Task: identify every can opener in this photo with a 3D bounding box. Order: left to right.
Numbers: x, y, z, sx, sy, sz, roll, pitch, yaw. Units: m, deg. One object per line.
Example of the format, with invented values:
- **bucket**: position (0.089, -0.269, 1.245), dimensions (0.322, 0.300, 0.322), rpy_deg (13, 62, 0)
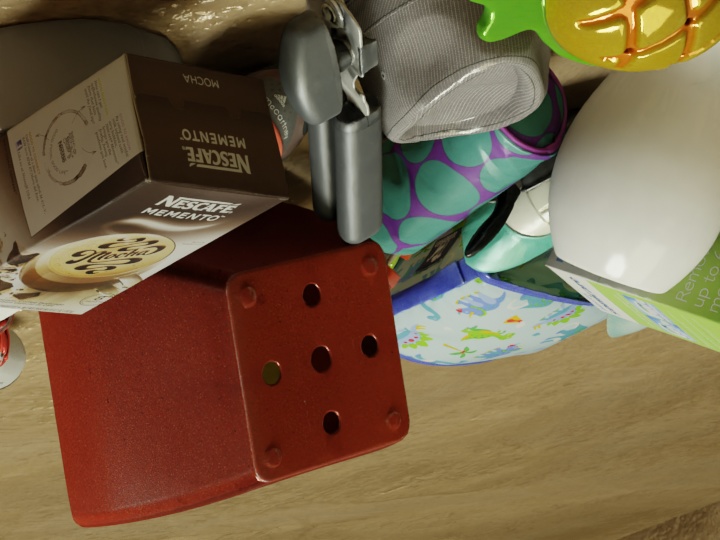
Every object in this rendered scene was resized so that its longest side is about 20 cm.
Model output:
- **can opener**: position (-0.024, -0.089, 1.282), dimensions (0.067, 0.053, 0.201), rpy_deg (-32, 145, -24)

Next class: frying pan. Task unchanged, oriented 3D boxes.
- **frying pan**: position (0.113, -0.068, 1.544), dimensions (0.190, 0.031, 0.115), rpy_deg (-37, -168, -25)

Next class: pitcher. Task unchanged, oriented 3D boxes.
- **pitcher**: position (0.212, -0.091, 1.420), dimensions (0.121, 0.201, 0.171), rpy_deg (22, -172, 24)

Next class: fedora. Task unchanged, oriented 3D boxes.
- **fedora**: position (0.062, -0.139, 1.299), dimensions (0.176, 0.091, 0.200), rpy_deg (-5, 161, -26)

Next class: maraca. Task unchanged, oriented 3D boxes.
- **maraca**: position (0.150, -0.176, 1.209), dimensions (0.199, 0.107, 0.138), rpy_deg (0, 129, -33)

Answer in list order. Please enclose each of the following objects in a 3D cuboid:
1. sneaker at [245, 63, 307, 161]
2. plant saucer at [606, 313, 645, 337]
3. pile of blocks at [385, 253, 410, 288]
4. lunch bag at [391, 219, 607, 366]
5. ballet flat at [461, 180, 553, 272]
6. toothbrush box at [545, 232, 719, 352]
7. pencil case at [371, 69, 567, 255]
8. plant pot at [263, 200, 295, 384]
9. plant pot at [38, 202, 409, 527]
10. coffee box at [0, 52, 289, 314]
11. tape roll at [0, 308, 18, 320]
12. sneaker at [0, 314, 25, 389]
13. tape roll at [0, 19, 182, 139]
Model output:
- **sneaker**: position (-0.066, -0.094, 1.383), dimensions (0.082, 0.077, 0.200), rpy_deg (-41, -173, -15)
- **plant saucer**: position (0.264, -0.027, 1.680), dimensions (0.039, 0.202, 0.201), rpy_deg (27, 175, 19)
- **pile of blocks**: position (0.000, 0.000, 1.596), dimensions (0.082, 0.062, 0.200), rpy_deg (-58, 171, 25)
- **lunch bag**: position (0.113, 0.009, 1.764), dimensions (0.199, 0.128, 0.170), rpy_deg (-12, 167, -43)
- **ballet flat**: position (0.162, -0.069, 1.598), dimensions (0.199, 0.068, 0.070), rpy_deg (-31, 169, -7)
- **toothbrush box**: position (0.254, -0.026, 1.485), dimensions (0.086, 0.146, 0.200), rpy_deg (35, 171, -41)
- **pencil case**: position (0.062, -0.084, 1.485), dimensions (0.085, 0.093, 0.200), rpy_deg (-29, 177, -40)
- **plant pot**: position (-0.134, 0.035, 1.605), dimensions (0.141, 0.201, 0.200), rpy_deg (10, 173, 24)
- **plant pot**: position (-0.080, 0.059, 1.394), dimensions (0.199, 0.201, 0.176), rpy_deg (-13, -173, -39)
- **coffee box**: position (-0.153, -0.046, 1.229), dimensions (0.200, 0.080, 0.113), rpy_deg (-27, 158, 39)
- **tape roll**: position (-0.332, -0.005, 1.476), dimensions (0.201, 0.071, 0.203), rpy_deg (-13, 164, -4)
- **sneaker**: position (-0.310, 0.052, 1.682), dimensions (0.107, 0.068, 0.201), rpy_deg (-19, 160, 27)
- **tape roll**: position (-0.204, -0.086, 1.316), dimensions (0.199, 0.067, 0.200), rpy_deg (-13, 163, -4)
